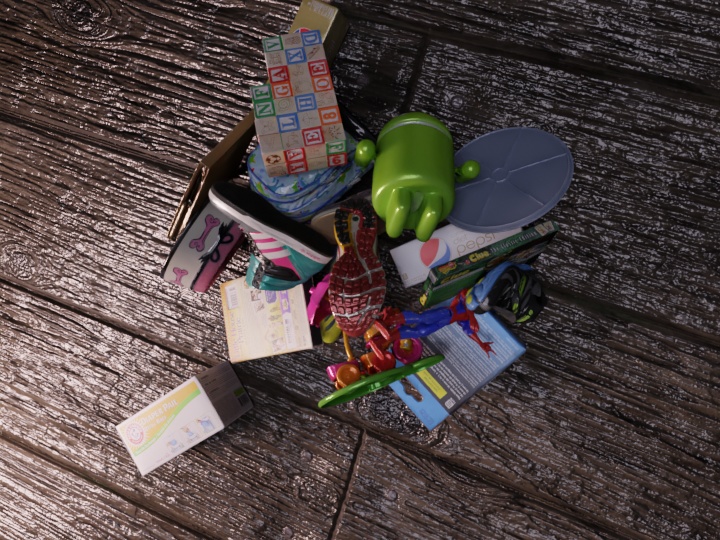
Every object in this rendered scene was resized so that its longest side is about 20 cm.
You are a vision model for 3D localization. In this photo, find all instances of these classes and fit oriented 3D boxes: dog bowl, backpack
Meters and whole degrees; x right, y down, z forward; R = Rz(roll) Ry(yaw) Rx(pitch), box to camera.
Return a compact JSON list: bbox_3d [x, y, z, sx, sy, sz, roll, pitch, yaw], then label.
[{"bbox_3d":[-0.241,-0.051,0.855,0.074,0.200,0.200,35,103,-10],"label":"dog bowl"},{"bbox_3d":[-0.083,-0.172,0.814,0.200,0.154,0.163,-45,80,13],"label":"backpack"}]

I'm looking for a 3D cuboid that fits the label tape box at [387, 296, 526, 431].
[{"bbox_3d":[0.141,0.134,0.830,0.200,0.063,0.144,-44,81,13],"label":"label tape box"}]

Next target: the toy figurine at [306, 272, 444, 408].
[{"bbox_3d":[0.002,0.083,0.780,0.200,0.150,0.184,-18,72,-11],"label":"toy figurine"}]

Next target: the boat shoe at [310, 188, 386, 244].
[{"bbox_3d":[0.016,-0.097,0.826,0.200,0.065,0.072,-16,134,-2],"label":"boat shoe"}]

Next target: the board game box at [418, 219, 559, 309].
[{"bbox_3d":[0.182,-0.007,0.746,0.200,0.105,0.023,-21,69,-15],"label":"board game box"}]

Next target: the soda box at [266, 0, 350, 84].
[{"bbox_3d":[-0.095,-0.335,0.850,0.064,0.068,0.200,30,101,11],"label":"soda box"}]

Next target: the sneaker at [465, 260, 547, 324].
[{"bbox_3d":[0.217,0.036,0.732,0.071,0.199,0.083,-46,65,30],"label":"sneaker"}]

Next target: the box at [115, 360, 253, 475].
[{"bbox_3d":[-0.317,0.265,0.936,0.200,0.112,0.101,-33,86,16],"label":"box"}]

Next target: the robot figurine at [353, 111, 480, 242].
[{"bbox_3d":[0.076,-0.141,0.739,0.175,0.116,0.200,8,57,-4],"label":"robot figurine"}]

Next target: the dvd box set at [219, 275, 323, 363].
[{"bbox_3d":[-0.156,0.073,0.877,0.200,0.029,0.147,-17,80,35],"label":"dvd box set"}]

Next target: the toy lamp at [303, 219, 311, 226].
[{"bbox_3d":[-0.094,-0.001,0.886,0.058,0.058,0.200,8,94,14],"label":"toy lamp"}]

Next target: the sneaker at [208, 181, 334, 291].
[{"bbox_3d":[-0.152,-0.037,0.770,0.200,0.084,0.121,32,116,-15],"label":"sneaker"}]

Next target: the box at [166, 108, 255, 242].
[{"bbox_3d":[-0.224,-0.153,0.809,0.021,0.200,0.164,32,130,-9],"label":"box"}]

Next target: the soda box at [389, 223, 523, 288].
[{"bbox_3d":[0.152,-0.041,0.814,0.200,0.064,0.068,-23,89,16],"label":"soda box"}]

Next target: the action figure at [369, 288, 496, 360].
[{"bbox_3d":[0.122,0.085,0.715,0.099,0.200,0.065,48,143,33],"label":"action figure"}]

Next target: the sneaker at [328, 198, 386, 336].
[{"bbox_3d":[0.000,0.000,0.736,0.078,0.082,0.200,1,62,5],"label":"sneaker"}]

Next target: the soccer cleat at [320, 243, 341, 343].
[{"bbox_3d":[-0.024,0.030,0.865,0.084,0.065,0.201,12,97,11],"label":"soccer cleat"}]

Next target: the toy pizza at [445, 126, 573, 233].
[{"bbox_3d":[0.209,-0.132,0.763,0.200,0.032,0.201,-16,51,20],"label":"toy pizza"}]

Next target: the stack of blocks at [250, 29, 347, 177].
[{"bbox_3d":[-0.095,-0.241,0.740,0.115,0.059,0.200,-11,68,-5],"label":"stack of blocks"}]
